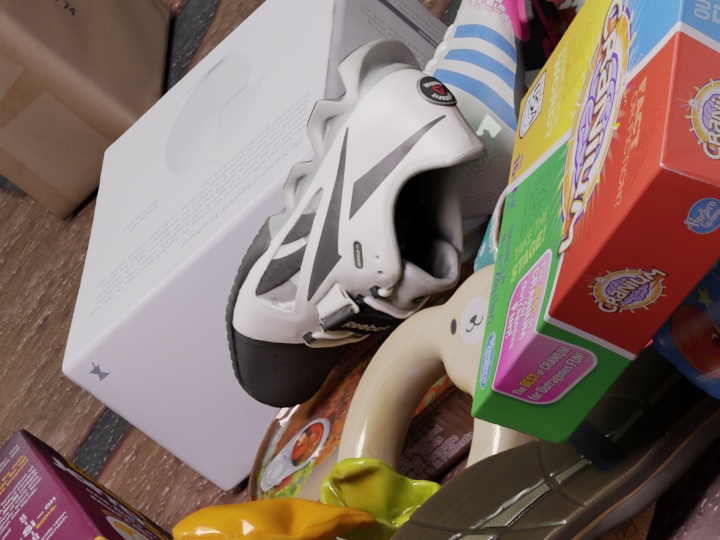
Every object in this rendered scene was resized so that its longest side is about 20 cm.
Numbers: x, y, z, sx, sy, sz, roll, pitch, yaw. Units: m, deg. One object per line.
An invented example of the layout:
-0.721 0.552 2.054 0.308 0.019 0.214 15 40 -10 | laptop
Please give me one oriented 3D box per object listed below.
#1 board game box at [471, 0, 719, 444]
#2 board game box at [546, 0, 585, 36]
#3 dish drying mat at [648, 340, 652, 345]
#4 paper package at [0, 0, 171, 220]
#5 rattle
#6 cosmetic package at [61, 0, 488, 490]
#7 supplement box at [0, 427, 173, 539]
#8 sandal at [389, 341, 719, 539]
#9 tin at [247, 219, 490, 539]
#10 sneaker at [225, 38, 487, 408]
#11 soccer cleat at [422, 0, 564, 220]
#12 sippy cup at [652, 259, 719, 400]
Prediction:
0.100 -0.047 1.030 0.200 0.040 0.154 121 163 -57 | board game box
0.141 -0.121 1.384 0.200 0.019 0.103 -6 50 61 | board game box
0.136 0.008 1.206 0.200 0.018 0.077 -48 24 10 | dish drying mat
-0.240 -0.167 1.948 0.103 0.200 0.191 -41 25 26 | paper package
0.012 0.033 1.193 0.130 0.142 0.201 -123 53 -69 | rattle
-0.039 -0.030 1.460 0.199 0.123 0.200 -40 24 28 | cosmetic package
-0.132 0.164 1.369 0.086 0.110 0.200 -53 23 -1 | supplement box
0.091 0.094 1.128 0.200 0.055 0.082 -38 28 -3 | sandal
0.025 0.056 1.322 0.200 0.042 0.112 -41 21 24 | tin
0.000 0.000 1.291 0.088 0.074 0.201 44 131 29 | sneaker
0.056 -0.096 1.374 0.086 0.070 0.200 -20 32 14 | soccer cleat
0.172 -0.011 1.031 0.178 0.139 0.130 -55 10 -31 | sippy cup
